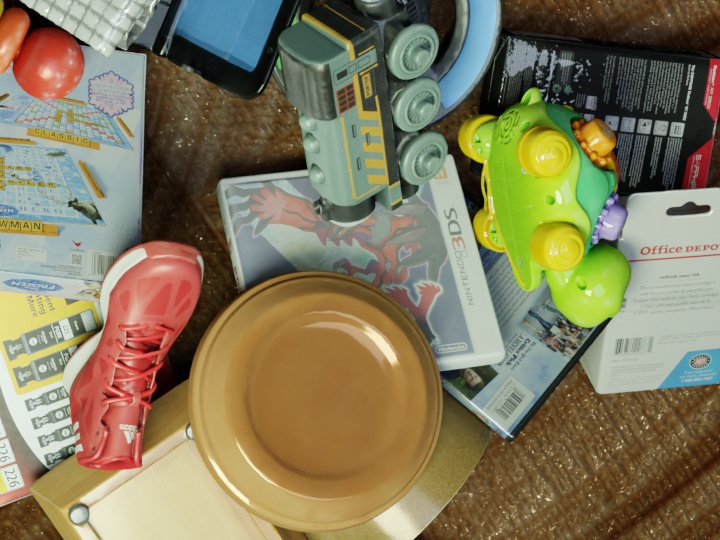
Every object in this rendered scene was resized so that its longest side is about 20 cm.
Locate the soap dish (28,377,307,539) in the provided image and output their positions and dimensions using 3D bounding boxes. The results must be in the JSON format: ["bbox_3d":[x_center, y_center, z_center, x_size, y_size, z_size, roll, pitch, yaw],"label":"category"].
[{"bbox_3d":[-0.136,0.207,1.632,0.157,0.081,0.200,-34,101,-5],"label":"soap dish"}]

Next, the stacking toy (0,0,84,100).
[{"bbox_3d":[-0.297,-0.187,1.554,0.200,0.085,0.085,28,96,-15],"label":"stacking toy"}]

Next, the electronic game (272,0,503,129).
[{"bbox_3d":[0.017,-0.203,1.681,0.200,0.042,0.200,-4,108,-11],"label":"electronic game"}]

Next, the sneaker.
[{"bbox_3d":[-0.160,0.076,1.541,0.078,0.116,0.200,6,139,-21],"label":"sneaker"}]

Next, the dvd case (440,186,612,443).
[{"bbox_3d":[0.089,0.024,1.715,0.200,0.018,0.143,40,70,5],"label":"dvd case"}]

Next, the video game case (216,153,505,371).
[{"bbox_3d":[0.000,0.000,1.671,0.200,0.023,0.183,-7,67,-16],"label":"video game case"}]

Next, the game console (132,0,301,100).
[{"bbox_3d":[-0.130,-0.256,1.588,0.176,0.116,0.200,20,99,-20],"label":"game console"}]

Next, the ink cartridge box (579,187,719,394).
[{"bbox_3d":[0.254,0.001,1.765,0.116,0.067,0.200,-4,124,-12],"label":"ink cartridge box"}]

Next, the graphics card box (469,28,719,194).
[{"bbox_3d":[0.198,-0.129,1.754,0.200,0.051,0.126,3,105,-18],"label":"graphics card box"}]

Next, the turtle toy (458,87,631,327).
[{"bbox_3d":[0.158,-0.048,1.665,0.101,0.146,0.200,-16,105,-19],"label":"turtle toy"}]

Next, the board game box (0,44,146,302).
[{"bbox_3d":[-0.263,-0.082,1.581,0.200,0.041,0.200,8,65,-18],"label":"board game box"}]

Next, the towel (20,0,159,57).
[{"bbox_3d":[-0.213,-0.273,1.553,0.200,0.086,0.166,32,94,3],"label":"towel"}]

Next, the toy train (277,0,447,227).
[{"bbox_3d":[0.000,-0.125,1.616,0.114,0.085,0.200,-31,137,-23],"label":"toy train"}]

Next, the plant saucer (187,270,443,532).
[{"bbox_3d":[-0.030,0.097,1.593,0.200,0.037,0.201,3,80,-16],"label":"plant saucer"}]

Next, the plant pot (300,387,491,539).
[{"bbox_3d":[-0.029,0.121,1.704,0.186,0.186,0.200,-45,100,0],"label":"plant pot"}]

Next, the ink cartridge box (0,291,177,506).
[{"bbox_3d":[-0.243,0.057,1.662,0.175,0.084,0.200,-21,110,-11],"label":"ink cartridge box"}]
